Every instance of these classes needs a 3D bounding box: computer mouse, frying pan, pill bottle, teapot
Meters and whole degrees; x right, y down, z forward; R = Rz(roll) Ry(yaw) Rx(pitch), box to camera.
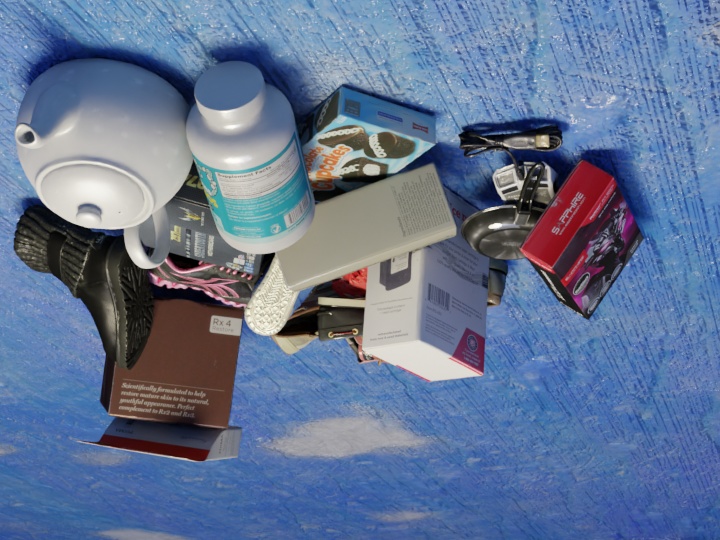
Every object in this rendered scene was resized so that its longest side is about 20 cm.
[{"bbox_3d":[0.181,-0.104,1.534,0.109,0.044,0.200,-8,150,13],"label":"computer mouse"},{"bbox_3d":[0.191,-0.056,1.551,0.115,0.031,0.190,14,151,-26],"label":"frying pan"},{"bbox_3d":[-0.114,-0.117,1.406,0.110,0.111,0.200,-1,141,9],"label":"pill bottle"},{"bbox_3d":[-0.262,-0.106,1.401,0.199,0.147,0.197,15,148,-19],"label":"teapot"}]

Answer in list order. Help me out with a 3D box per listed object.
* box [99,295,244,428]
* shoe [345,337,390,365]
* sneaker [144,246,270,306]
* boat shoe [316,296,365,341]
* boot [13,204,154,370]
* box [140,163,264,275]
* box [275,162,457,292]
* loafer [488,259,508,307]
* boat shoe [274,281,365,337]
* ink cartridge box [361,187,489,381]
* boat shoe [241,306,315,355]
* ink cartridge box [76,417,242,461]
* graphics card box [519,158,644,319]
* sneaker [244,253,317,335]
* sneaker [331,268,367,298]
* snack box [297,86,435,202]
[{"bbox_3d":[-0.264,0.120,1.894,0.165,0.165,0.200,8,177,-13],"label":"box"},{"bbox_3d":[0.045,0.107,1.881,0.091,0.200,0.072,-22,117,-12],"label":"shoe"},{"bbox_3d":[-0.179,-0.006,1.752,0.199,0.079,0.095,8,162,-17],"label":"sneaker"},{"bbox_3d":[0.042,0.069,1.802,0.200,0.063,0.074,2,178,-9],"label":"boat shoe"},{"bbox_3d":[-0.346,0.020,1.726,0.157,0.080,0.212,14,128,16],"label":"boot"},{"bbox_3d":[-0.183,-0.063,1.609,0.157,0.051,0.200,16,160,-3],"label":"box"},{"bbox_3d":[0.003,-0.046,1.525,0.199,0.083,0.068,-18,173,2],"label":"box"},{"bbox_3d":[0.124,0.039,1.859,0.072,0.063,0.200,15,155,-29],"label":"loafer"},{"bbox_3d":[-0.051,0.059,1.855,0.199,0.072,0.076,-6,137,-29],"label":"boat shoe"},{"bbox_3d":[0.081,0.013,1.621,0.084,0.201,0.145,-10,155,35],"label":"ink cartridge box"},{"bbox_3d":[-0.116,0.049,1.910,0.065,0.072,0.200,-26,142,10],"label":"boat shoe"},{"bbox_3d":[-0.267,0.222,1.850,0.159,0.048,0.200,7,175,15],"label":"ink cartridge box"},{"bbox_3d":[0.257,-0.031,1.580,0.051,0.126,0.200,32,174,27],"label":"graphics card box"},{"bbox_3d":[-0.070,-0.017,1.706,0.077,0.200,0.111,32,-163,-5],"label":"sneaker"},{"bbox_3d":[0.000,0.000,1.760,0.115,0.079,0.200,-7,155,20],"label":"sneaker"},{"bbox_3d":[-0.019,-0.128,1.496,0.116,0.037,0.200,14,155,-25],"label":"snack box"}]
